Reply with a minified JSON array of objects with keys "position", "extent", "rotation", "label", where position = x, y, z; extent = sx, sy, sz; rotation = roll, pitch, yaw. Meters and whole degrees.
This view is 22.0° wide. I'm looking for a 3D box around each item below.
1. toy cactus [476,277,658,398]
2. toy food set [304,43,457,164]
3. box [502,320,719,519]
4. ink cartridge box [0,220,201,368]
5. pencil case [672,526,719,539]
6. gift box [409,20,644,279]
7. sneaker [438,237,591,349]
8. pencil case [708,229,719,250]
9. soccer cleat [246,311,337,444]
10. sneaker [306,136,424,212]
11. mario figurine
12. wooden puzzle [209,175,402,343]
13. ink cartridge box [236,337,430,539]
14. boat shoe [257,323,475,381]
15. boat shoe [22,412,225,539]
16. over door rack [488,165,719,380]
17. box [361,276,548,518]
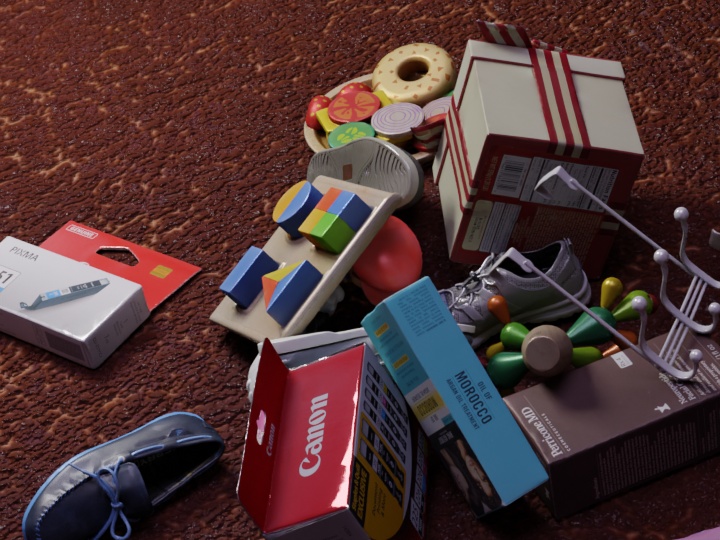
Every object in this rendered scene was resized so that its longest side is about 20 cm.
[{"position":[0.172,0.062,1.668],"extent":[0.199,0.103,0.165],"rotation":[-15,-3,10],"label":"toy cactus"},{"position":[0.034,-0.176,2.074],"extent":[0.199,0.049,0.198],"rotation":[-19,39,-10],"label":"toy food set"},{"position":[0.234,0.128,1.620],"extent":[0.199,0.075,0.100],"rotation":[-22,39,-11],"label":"box"},{"position":[-0.297,0.007,1.932],"extent":[0.199,0.045,0.176],"rotation":[18,48,32],"label":"ink cartridge box"},{"position":[0.232,0.252,1.458],"extent":[0.199,0.088,0.088],"rotation":[-9,38,2],"label":"pencil case"},{"position":[0.159,-0.124,1.830],"extent":[0.199,0.185,0.187],"rotation":[12,37,-12],"label":"gift box"},{"position":[0.119,0.017,1.778],"extent":[0.199,0.082,0.075],"rotation":[-19,38,-5],"label":"sneaker"},{"position":[0.438,-0.051,1.787],"extent":[0.199,0.078,0.090],"rotation":[-28,60,-20],"label":"pencil case"},{"position":[-0.073,0.121,1.725],"extent":[0.086,0.070,0.200],"rotation":[-17,34,29],"label":"soccer cleat"},{"position":[0.035,-0.097,1.889],"extent":[0.106,0.075,0.200],"rotation":[2,4,-29],"label":"sneaker"},{"position":[0.000,0.000,1.834],"extent":[0.124,0.106,0.200],"rotation":[-59,27,-4],"label":"mario figurine"},{"position":[-0.064,-0.017,1.777],"extent":[0.186,0.046,0.200],"rotation":[-53,23,-10],"label":"wooden puzzle"},{"position":[-0.018,0.165,1.542],"extent":[0.084,0.176,0.200],"rotation":[-20,35,20],"label":"ink cartridge box"},{"position":[0.008,0.081,1.664],"extent":[0.199,0.062,0.073],"rotation":[-6,-1,-13],"label":"boat shoe"},{"position":[-0.210,0.186,1.650],"extent":[0.200,0.084,0.069],"rotation":[-38,33,-26],"label":"boat shoe"},{"position":[0.230,-0.007,1.627],"extent":[0.199,0.067,0.148],"rotation":[29,44,5],"label":"over door rack"},{"position":[0.079,0.110,1.584],"extent":[0.049,0.082,0.201],"rotation":[-28,83,-20],"label":"box"}]
